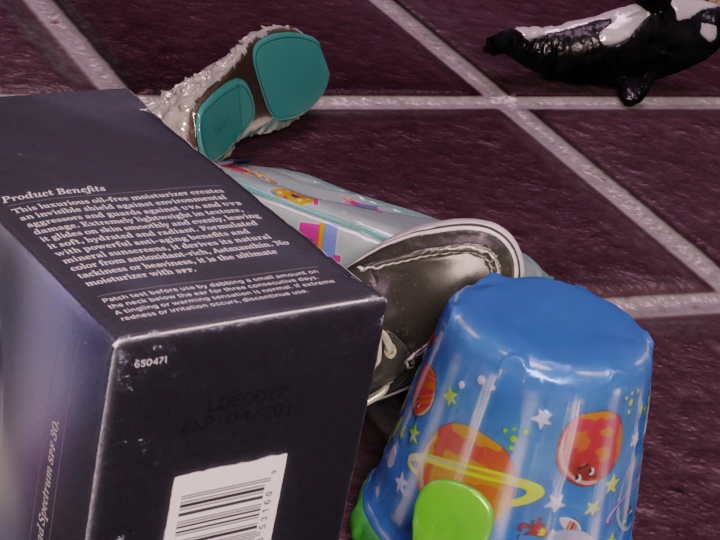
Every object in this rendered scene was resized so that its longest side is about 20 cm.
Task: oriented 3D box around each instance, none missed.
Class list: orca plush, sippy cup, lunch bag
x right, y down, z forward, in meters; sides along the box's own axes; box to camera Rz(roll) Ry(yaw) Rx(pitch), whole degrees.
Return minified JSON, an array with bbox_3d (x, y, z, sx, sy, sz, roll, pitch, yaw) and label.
[{"bbox_3d":[0.200,-0.166,1.541,0.199,0.105,0.071,0,59,-31],"label":"orca plush"},{"bbox_3d":[0.074,0.078,0.913,0.139,0.131,0.178,5,26,-16],"label":"sippy cup"},{"bbox_3d":[0.000,0.000,1.069,0.199,0.077,0.160,22,10,15],"label":"lunch bag"}]

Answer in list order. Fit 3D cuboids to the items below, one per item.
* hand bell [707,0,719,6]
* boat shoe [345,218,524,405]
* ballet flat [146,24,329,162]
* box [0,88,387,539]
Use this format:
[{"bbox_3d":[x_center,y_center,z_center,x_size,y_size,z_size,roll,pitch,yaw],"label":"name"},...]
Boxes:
[{"bbox_3d":[0.375,-0.238,1.771,0.199,0.104,0.104,15,23,-23],"label":"hand bell"},{"bbox_3d":[-0.008,0.037,0.939,0.199,0.071,0.064,-29,0,-5],"label":"boat shoe"},{"bbox_3d":[-0.091,-0.117,1.316,0.071,0.072,0.200,21,27,18],"label":"ballet flat"},{"bbox_3d":[-0.108,0.059,0.789,0.123,0.201,0.198,-8,31,-35],"label":"box"}]
